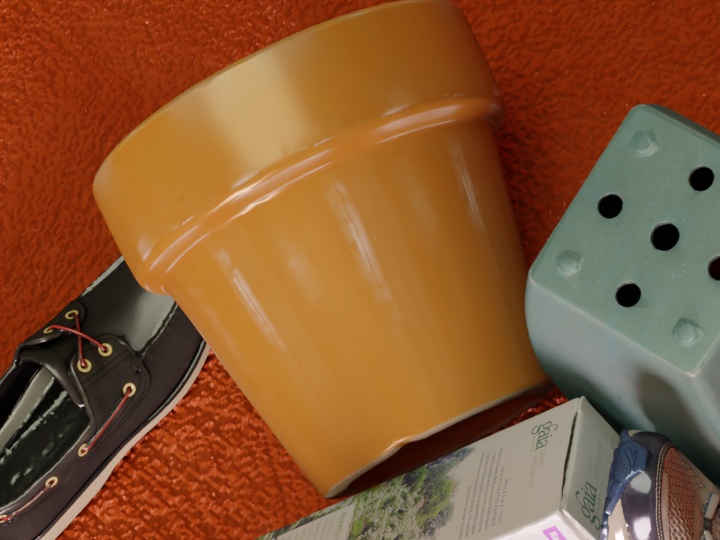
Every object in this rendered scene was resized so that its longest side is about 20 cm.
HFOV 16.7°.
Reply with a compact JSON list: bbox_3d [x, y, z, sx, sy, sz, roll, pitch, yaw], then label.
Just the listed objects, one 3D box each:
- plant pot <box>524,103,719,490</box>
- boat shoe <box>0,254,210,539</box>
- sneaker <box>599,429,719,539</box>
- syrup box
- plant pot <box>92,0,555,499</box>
[{"bbox_3d":[0.161,0.015,1.078,0.141,0.200,0.142,31,86,29],"label":"plant pot"},{"bbox_3d":[-0.142,0.056,1.275,0.074,0.063,0.202,36,87,31],"label":"boat shoe"},{"bbox_3d":[0.164,0.129,1.040,0.085,0.200,0.077,-6,52,28],"label":"sneaker"},{"bbox_3d":[0.037,0.142,1.118,0.199,0.082,0.079,-25,28,27],"label":"syrup box"},{"bbox_3d":[0.000,0.000,1.171,0.199,0.200,0.184,-29,79,12],"label":"plant pot"}]
